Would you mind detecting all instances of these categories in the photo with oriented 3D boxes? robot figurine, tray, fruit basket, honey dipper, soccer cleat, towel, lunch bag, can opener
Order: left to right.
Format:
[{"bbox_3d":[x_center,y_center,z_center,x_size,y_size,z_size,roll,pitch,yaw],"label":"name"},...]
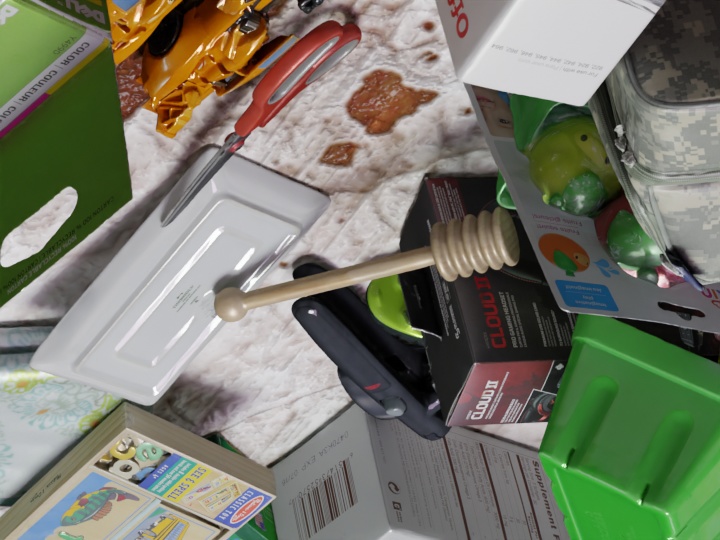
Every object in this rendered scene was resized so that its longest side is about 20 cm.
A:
[{"bbox_3d":[-0.240,0.103,1.617,0.199,0.048,0.171,-3,145,-15],"label":"towel"},{"bbox_3d":[-0.113,0.013,1.516,0.107,0.022,0.200,21,120,-41],"label":"tray"},{"bbox_3d":[-0.074,-0.157,1.291,0.145,0.058,0.200,19,135,-41],"label":"robot figurine"},{"bbox_3d":[0.000,0.000,1.479,0.199,0.038,0.038,-13,147,20],"label":"honey dipper"},{"bbox_3d":[0.007,0.061,1.625,0.078,0.064,0.200,-23,145,15],"label":"can opener"},{"bbox_3d":[0.092,0.032,1.616,0.199,0.068,0.081,2,156,-21],"label":"soccer cleat"},{"bbox_3d":[0.167,-0.041,1.416,0.185,0.200,0.094,8,125,-27],"label":"fruit basket"},{"bbox_3d":[0.193,-0.110,1.323,0.139,0.201,0.168,-11,145,-2],"label":"lunch bag"},{"bbox_3d":[0.218,0.092,1.448,0.215,0.155,0.216,-38,141,-40],"label":"fruit basket"}]

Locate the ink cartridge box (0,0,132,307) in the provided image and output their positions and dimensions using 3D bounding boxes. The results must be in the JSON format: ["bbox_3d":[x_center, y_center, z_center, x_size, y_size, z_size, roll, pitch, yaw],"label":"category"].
[{"bbox_3d":[-0.198,-0.090,1.219,0.148,0.201,0.076,-36,139,30],"label":"ink cartridge box"}]

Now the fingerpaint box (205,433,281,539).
[{"bbox_3d":[-0.126,0.222,1.802,0.166,0.074,0.200,-23,144,15],"label":"fingerpaint box"}]

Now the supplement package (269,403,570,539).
[{"bbox_3d":[0.047,0.191,1.776,0.200,0.118,0.117,21,133,-39],"label":"supplement package"}]

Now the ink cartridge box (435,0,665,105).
[{"bbox_3d":[0.112,-0.204,1.208,0.084,0.146,0.200,8,140,-27],"label":"ink cartridge box"}]

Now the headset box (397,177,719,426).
[{"bbox_3d":[0.120,0.018,1.525,0.199,0.149,0.075,-1,143,-17],"label":"headset box"}]

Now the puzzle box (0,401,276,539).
[{"bbox_3d":[-0.171,0.179,1.663,0.133,0.025,0.200,27,125,-32],"label":"puzzle box"}]

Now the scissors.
[{"bbox_3d":[-0.072,-0.082,1.396,0.200,0.014,0.073,-41,174,27],"label":"scissors"}]
